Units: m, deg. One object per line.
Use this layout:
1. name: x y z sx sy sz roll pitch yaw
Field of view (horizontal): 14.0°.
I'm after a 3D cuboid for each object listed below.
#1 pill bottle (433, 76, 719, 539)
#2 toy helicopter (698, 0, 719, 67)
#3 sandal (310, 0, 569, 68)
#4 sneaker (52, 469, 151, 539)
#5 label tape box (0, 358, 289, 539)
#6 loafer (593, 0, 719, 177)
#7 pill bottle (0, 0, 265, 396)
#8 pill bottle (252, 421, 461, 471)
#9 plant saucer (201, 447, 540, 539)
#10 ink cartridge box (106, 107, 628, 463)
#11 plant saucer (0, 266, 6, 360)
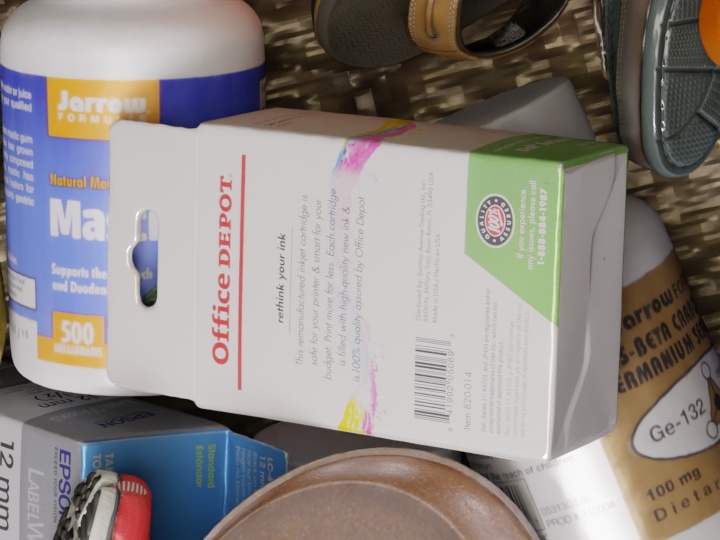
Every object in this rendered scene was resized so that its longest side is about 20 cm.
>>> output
1. pill bottle: 0.084 0.029 1.216 0.114 0.114 0.201 -22 98 12
2. toy helicopter: 0.210 -0.166 1.166 0.131 0.079 0.202 -8 106 -30
3. sandal: 0.057 -0.115 1.175 0.199 0.081 0.055 -18 64 37
4. sneaker: -0.085 0.172 1.175 0.084 0.077 0.201 -2 108 -9
5. label tape box: -0.118 0.128 1.242 0.199 0.066 0.144 14 108 46
6. loafer: 0.124 -0.142 1.207 0.063 0.072 0.202 14 102 39
7. pill bottle: -0.094 -0.057 1.226 0.111 0.112 0.202 1 103 8
8. pill bottle: 0.002 0.168 1.256 0.119 0.120 0.202 -1 102 9
9. plant saucer: -0.008 0.166 1.160 0.199 0.034 0.202 -6 101 -30
10. ink cartridge box: 0.000 0.000 1.149 0.199 0.067 0.118 8 103 27
11. plant saucer: -0.231 -0.058 1.256 0.199 0.048 0.202 1 103 31
